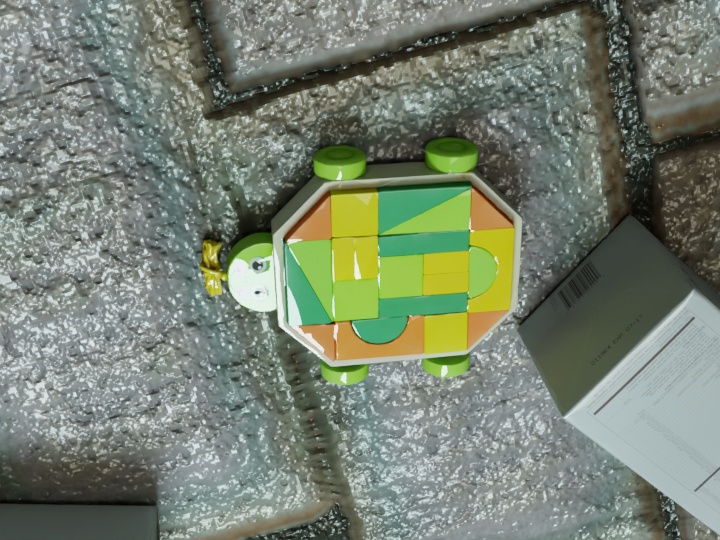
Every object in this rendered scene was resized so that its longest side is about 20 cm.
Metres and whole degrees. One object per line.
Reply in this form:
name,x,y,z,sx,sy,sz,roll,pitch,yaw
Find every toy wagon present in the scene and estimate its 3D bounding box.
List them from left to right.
toy wagon,0.000,0.000,0.690,0.198,0.040,0.156,-4,117,-7

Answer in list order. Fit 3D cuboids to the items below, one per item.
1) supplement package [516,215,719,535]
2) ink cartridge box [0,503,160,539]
supplement package,0.220,0.080,0.724,0.200,0.110,0.114,37,106,-23
ink cartridge box,-0.214,0.263,0.764,0.143,0.085,0.201,3,117,-11
